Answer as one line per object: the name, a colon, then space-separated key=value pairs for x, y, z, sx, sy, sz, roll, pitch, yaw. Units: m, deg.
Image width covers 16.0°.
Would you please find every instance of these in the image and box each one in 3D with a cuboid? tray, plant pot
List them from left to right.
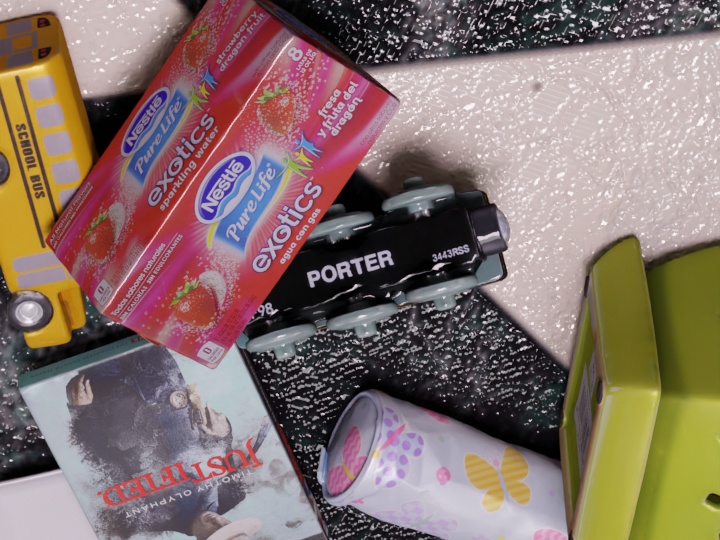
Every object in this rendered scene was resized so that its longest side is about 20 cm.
tray: x=-0.160 y=0.163 z=1.739 sx=0.200 sy=0.022 sz=0.107 roll=-12 pitch=126 yaw=2
plant pot: x=0.227 y=0.100 z=1.642 sx=0.181 sy=0.200 sz=0.199 roll=6 pitch=124 yaw=-4

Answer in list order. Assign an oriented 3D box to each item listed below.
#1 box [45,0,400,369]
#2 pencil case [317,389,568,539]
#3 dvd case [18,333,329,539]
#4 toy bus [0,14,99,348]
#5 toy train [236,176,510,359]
box: x=-0.083 y=-0.057 z=1.509 sx=0.095 sy=0.100 sz=0.200 roll=29 pitch=100 yaw=-38
pencil case: x=0.073 y=0.148 z=1.720 sx=0.200 sy=0.083 sz=0.091 roll=22 pitch=156 yaw=-21
dvd case: x=-0.121 y=0.127 z=1.693 sx=0.146 sy=0.022 sz=0.200 roll=-19 pitch=123 yaw=6
toy bus: x=-0.197 y=-0.052 z=1.562 sx=0.078 sy=0.065 sz=0.200 roll=-13 pitch=125 yaw=-1
toy train: x=0.000 y=0.000 z=1.594 sx=0.200 sy=0.114 sz=0.085 roll=-17 pitch=86 yaw=9
